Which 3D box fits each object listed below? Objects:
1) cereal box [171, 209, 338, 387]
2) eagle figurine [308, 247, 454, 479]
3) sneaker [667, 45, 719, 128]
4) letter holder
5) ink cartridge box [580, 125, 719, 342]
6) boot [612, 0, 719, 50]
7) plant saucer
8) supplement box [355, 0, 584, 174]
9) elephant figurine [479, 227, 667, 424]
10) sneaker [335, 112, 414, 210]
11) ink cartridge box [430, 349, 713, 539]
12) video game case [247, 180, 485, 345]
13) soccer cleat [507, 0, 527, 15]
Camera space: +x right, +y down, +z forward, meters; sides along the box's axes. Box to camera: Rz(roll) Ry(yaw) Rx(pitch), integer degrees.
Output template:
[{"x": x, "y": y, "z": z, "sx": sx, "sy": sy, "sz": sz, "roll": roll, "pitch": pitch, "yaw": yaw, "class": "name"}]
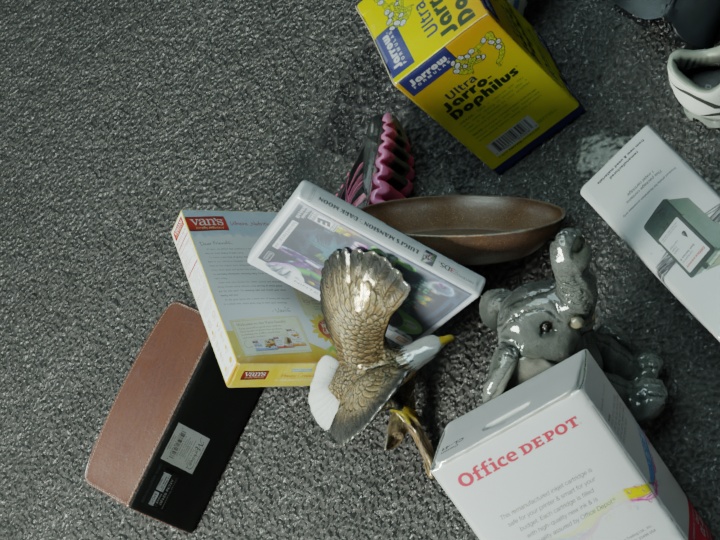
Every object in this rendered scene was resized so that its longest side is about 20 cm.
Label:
[{"x": -0.091, "y": 0.025, "z": 1.702, "sx": 0.040, "sy": 0.143, "sz": 0.201, "roll": -61, "pitch": 40, "yaw": 39, "class": "cereal box"}, {"x": 0.012, "y": 0.083, "z": 1.550, "sx": 0.151, "sy": 0.200, "sz": 0.151, "roll": 35, "pitch": 86, "yaw": 27, "class": "eagle figurine"}, {"x": 0.357, "y": -0.163, "z": 1.510, "sx": 0.199, "sy": 0.088, "sz": 0.075, "roll": 2, "pitch": 68, "yaw": 34, "class": "sneaker"}, {"x": -0.200, "y": 0.136, "z": 1.752, "sx": 0.142, "sy": 0.100, "sz": 0.201, "roll": 21, "pitch": 82, "yaw": 41, "class": "letter holder"}, {"x": 0.293, "y": -0.006, "z": 1.443, "sx": 0.084, "sy": 0.146, "sz": 0.200, "roll": -44, "pitch": 52, "yaw": 8, "class": "ink cartridge box"}, {"x": 0.343, "y": -0.275, "z": 1.578, "sx": 0.199, "sy": 0.076, "sz": 0.169, "roll": 22, "pitch": 108, "yaw": 7, "class": "boot"}, {"x": 0.088, "y": -0.035, "z": 1.593, "sx": 0.199, "sy": 0.200, "sz": 0.037, "roll": 7, "pitch": 105, "yaw": 37, "class": "plant saucer"}, {"x": 0.105, "y": -0.197, "z": 1.628, "sx": 0.109, "sy": 0.200, "sz": 0.109, "roll": -36, "pitch": 53, "yaw": 16, "class": "supplement box"}, {"x": 0.155, "y": 0.061, "z": 1.461, "sx": 0.155, "sy": 0.200, "sz": 0.141, "roll": -51, "pitch": 31, "yaw": -3, "class": "elephant figurine"}, {"x": -0.004, "y": -0.063, "z": 1.715, "sx": 0.095, "sy": 0.079, "sz": 0.202, "roll": -2, "pitch": 66, "yaw": 26, "class": "sneaker"}, {"x": 0.173, "y": 0.187, "z": 1.401, "sx": 0.147, "sy": 0.201, "sz": 0.086, "roll": -30, "pitch": 11, "yaw": 20, "class": "ink cartridge box"}, {"x": 0.000, "y": 0.000, "z": 1.568, "sx": 0.023, "sy": 0.181, "sz": 0.200, "roll": -65, "pitch": 8, "yaw": -22, "class": "video game case"}, {"x": 0.119, "y": -0.245, "z": 1.735, "sx": 0.200, "sy": 0.086, "sz": 0.070, "roll": -50, "pitch": 59, "yaw": 35, "class": "soccer cleat"}]
